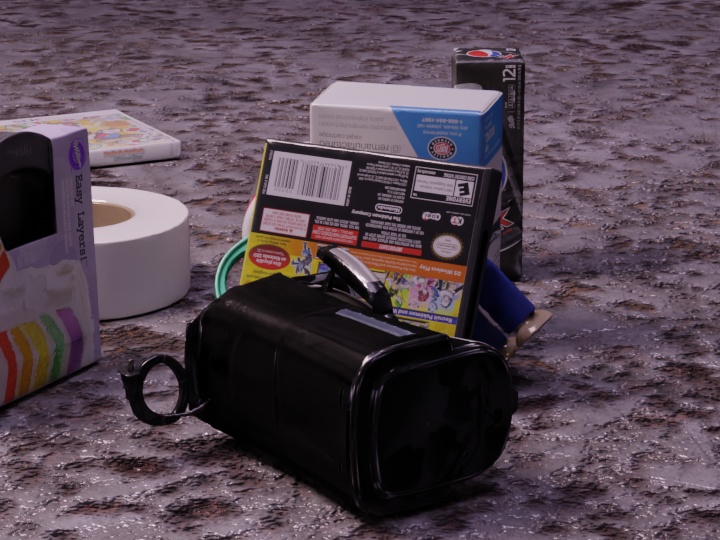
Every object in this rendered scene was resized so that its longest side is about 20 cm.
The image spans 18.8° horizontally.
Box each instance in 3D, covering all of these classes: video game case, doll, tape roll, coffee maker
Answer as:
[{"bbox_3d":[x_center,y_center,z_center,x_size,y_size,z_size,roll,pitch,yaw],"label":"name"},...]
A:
[{"bbox_3d":[-0.322,-0.147,2.440,0.181,0.023,0.200,-8,18,-26],"label":"video game case"},{"bbox_3d":[0.052,-0.008,1.687,0.200,0.137,0.048,46,42,5],"label":"doll"},{"bbox_3d":[-0.248,-0.017,1.900,0.202,0.071,0.202,0,16,0],"label":"tape roll"},{"bbox_3d":[0.000,0.000,1.650,0.199,0.181,0.025,9,-3,28],"label":"video game case"},{"bbox_3d":[-0.025,0.089,1.473,0.192,0.135,0.200,-34,29,-23],"label":"coffee maker"}]

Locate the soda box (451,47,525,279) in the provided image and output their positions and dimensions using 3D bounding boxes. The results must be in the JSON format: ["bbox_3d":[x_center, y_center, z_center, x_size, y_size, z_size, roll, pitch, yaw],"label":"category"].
[{"bbox_3d":[0.113,-0.096,1.940,0.063,0.201,0.071,-1,16,0],"label":"soda box"}]

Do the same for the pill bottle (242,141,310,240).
[{"bbox_3d":[-0.046,-0.054,1.958,0.110,0.111,0.200,0,16,1],"label":"pill bottle"}]

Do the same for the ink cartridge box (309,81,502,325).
[{"bbox_3d":[0.037,-0.044,1.762,0.145,0.201,0.084,4,18,13],"label":"ink cartridge box"}]

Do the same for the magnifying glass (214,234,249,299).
[{"bbox_3d":[-0.058,-0.036,1.818,0.079,0.022,0.200,22,64,11],"label":"magnifying glass"}]

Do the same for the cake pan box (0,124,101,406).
[{"bbox_3d":[-0.268,-0.006,1.627,0.052,0.201,0.184,5,14,25],"label":"cake pan box"}]
